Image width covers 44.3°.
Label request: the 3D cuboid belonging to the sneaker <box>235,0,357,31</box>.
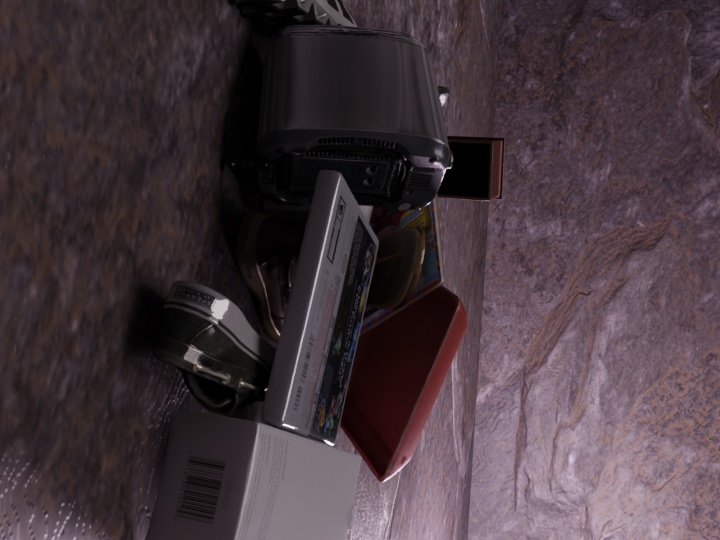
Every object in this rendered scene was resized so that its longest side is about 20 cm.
[{"bbox_3d":[-0.046,-0.254,0.800,0.200,0.073,0.090,12,78,-72],"label":"sneaker"}]

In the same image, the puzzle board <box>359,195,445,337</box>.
[{"bbox_3d":[0.024,-0.022,0.969,0.199,0.017,0.154,-37,-130,52],"label":"puzzle board"}]

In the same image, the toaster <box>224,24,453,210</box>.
[{"bbox_3d":[-0.017,-0.133,0.775,0.114,0.196,0.132,104,-14,-64],"label":"toaster"}]

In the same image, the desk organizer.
[{"bbox_3d":[0.065,-0.123,1.035,0.077,0.196,0.073,-25,118,-71],"label":"desk organizer"}]

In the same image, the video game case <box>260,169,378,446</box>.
[{"bbox_3d":[-0.029,0.041,0.758,0.182,0.023,0.204,54,47,-71],"label":"video game case"}]

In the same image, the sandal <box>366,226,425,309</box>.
[{"bbox_3d":[0.000,0.000,0.933,0.053,0.199,0.082,10,79,-32],"label":"sandal"}]

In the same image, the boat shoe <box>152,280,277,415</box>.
[{"bbox_3d":[-0.108,0.074,0.677,0.200,0.070,0.065,61,46,-63],"label":"boat shoe"}]

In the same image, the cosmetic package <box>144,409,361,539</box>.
[{"bbox_3d":[-0.077,0.187,0.716,0.200,0.080,0.115,43,55,-60],"label":"cosmetic package"}]

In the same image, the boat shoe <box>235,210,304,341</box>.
[{"bbox_3d":[-0.057,0.014,0.838,0.201,0.071,0.073,72,26,-55],"label":"boat shoe"}]

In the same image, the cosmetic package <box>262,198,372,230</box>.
[{"bbox_3d":[-0.026,-0.114,0.900,0.108,0.083,0.203,72,25,-56],"label":"cosmetic package"}]

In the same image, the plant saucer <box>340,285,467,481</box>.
[{"bbox_3d":[0.039,0.096,0.960,0.203,0.036,0.200,-68,-156,9],"label":"plant saucer"}]
